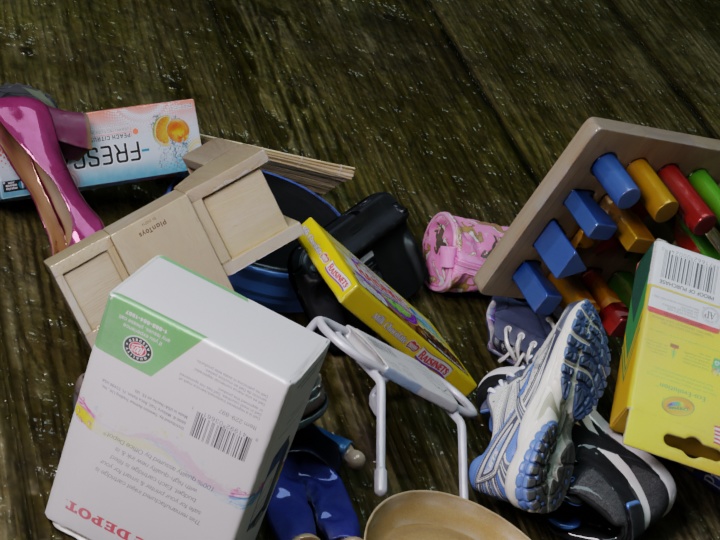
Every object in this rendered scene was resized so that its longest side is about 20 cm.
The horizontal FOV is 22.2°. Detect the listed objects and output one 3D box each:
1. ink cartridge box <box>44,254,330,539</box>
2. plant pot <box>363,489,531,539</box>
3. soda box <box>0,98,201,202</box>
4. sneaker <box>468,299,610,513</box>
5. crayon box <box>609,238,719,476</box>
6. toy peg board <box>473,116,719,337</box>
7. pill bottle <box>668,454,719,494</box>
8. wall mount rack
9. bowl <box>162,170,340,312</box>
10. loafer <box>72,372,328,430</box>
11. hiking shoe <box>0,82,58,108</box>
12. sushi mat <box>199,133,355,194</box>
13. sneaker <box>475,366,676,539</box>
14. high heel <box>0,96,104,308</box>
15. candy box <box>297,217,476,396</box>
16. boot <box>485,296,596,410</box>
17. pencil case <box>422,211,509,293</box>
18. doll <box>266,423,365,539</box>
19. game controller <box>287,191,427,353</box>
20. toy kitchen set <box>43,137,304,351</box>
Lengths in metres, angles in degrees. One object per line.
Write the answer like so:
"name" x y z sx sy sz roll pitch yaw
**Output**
"ink cartridge box" -0.126 0.114 1.311 0.144 0.201 0.088 25 26 9
"plant pot" 0.083 0.248 1.370 0.199 0.028 0.201 24 31 -16
"soda box" -0.245 -0.109 1.676 0.198 0.069 0.063 -10 2 -25
"sneaker" 0.142 0.104 1.523 0.085 0.077 0.201 1 50 36
"crayon box" 0.287 0.086 1.574 0.126 0.051 0.202 19 60 -5
"toy peg board" 0.243 -0.022 1.669 0.198 0.201 0.098 5 40 -40
"pill bottle" 0.334 0.142 1.650 0.199 0.113 0.112 32 31 19
"wall mount rack" 0.029 0.119 1.495 0.199 0.075 0.174 29 13 -45
"bowl" -0.098 -0.036 1.738 0.199 0.040 0.201 16 29 -9
"loafer" -0.123 0.098 1.414 0.198 0.063 0.072 -9 30 -8
"hiking shoe" -0.363 -0.138 1.698 0.198 0.076 0.101 4 30 -29
"sushi mat" -0.113 -0.107 1.814 0.198 0.012 0.096 11 -13 -18
"sneaker" 0.162 0.158 1.553 0.199 0.074 0.112 32 35 22
"high heel" -0.274 -0.053 1.572 0.095 0.067 0.202 7 59 -33
"candy box" 0.023 0.036 1.610 0.200 0.026 0.102 41 8 -45
"boot" 0.163 0.086 1.685 0.089 0.073 0.200 12 21 -6
"pencil case" 0.156 -0.007 1.813 0.198 0.087 0.084 8 62 -21
"doll" -0.056 0.155 1.441 0.135 0.049 0.201 9 32 -23
"game controller" 0.000 0.000 1.698 0.042 0.105 0.200 -9 16 32
"toy kitchen set" -0.152 0.010 1.571 0.199 0.164 0.180 -29 15 -12
